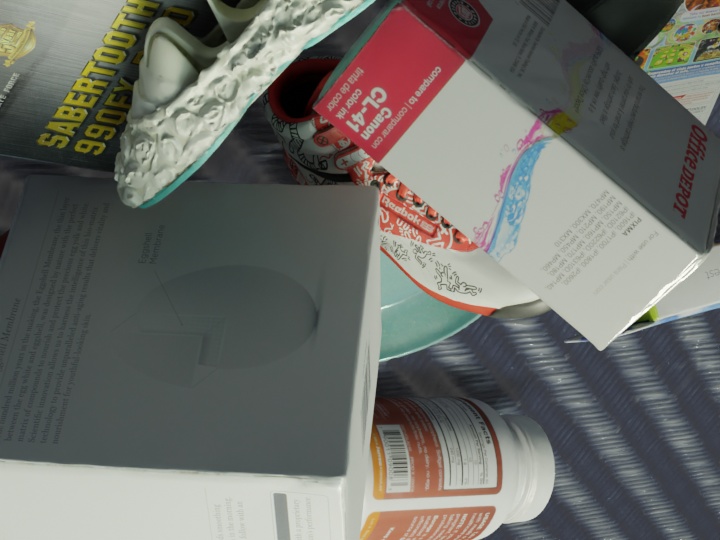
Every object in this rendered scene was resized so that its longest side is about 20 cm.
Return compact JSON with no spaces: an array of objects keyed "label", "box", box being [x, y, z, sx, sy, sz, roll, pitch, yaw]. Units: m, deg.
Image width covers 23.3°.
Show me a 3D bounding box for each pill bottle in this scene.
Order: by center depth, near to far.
[{"label":"pill bottle","box":[0.048,0.154,1.335,0.198,0.113,0.112,3,139,-35]}]

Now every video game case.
[{"label":"video game case","box":[0.175,-0.133,1.096,0.142,0.018,0.201,-11,145,-19]}]

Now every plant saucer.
[{"label":"plant saucer","box":[0.000,0.000,1.136,0.198,0.036,0.201,-9,149,-5]}]

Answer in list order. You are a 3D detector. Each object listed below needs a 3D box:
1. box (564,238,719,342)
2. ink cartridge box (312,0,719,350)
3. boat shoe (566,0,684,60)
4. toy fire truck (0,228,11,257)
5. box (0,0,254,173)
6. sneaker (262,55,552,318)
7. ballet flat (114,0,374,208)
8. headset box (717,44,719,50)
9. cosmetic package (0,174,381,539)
[{"label":"box","box":[0.253,0.004,1.267,0.198,0.048,0.122,-14,178,-15]},{"label":"ink cartridge box","box":[0.090,-0.076,0.919,0.200,0.148,0.086,41,121,-6]},{"label":"boat shoe","box":[0.123,-0.117,1.017,0.073,0.064,0.201,23,130,-33]},{"label":"toy fire truck","box":[-0.235,0.076,1.062,0.167,0.112,0.201,-36,150,-22]},{"label":"box","box":[-0.126,-0.137,0.870,0.157,0.049,0.200,7,136,-40]},{"label":"sneaker","box":[0.027,-0.050,0.968,0.067,0.201,0.108,-48,145,-16]},{"label":"ballet flat","box":[-0.064,-0.115,0.851,0.200,0.072,0.072,-41,144,20]},{"label":"headset box","box":[0.334,-0.140,1.026,0.092,0.174,0.201,-20,152,-43]},{"label":"cosmetic package","box":[-0.094,0.062,0.922,0.198,0.201,0.124,4,137,5]}]
